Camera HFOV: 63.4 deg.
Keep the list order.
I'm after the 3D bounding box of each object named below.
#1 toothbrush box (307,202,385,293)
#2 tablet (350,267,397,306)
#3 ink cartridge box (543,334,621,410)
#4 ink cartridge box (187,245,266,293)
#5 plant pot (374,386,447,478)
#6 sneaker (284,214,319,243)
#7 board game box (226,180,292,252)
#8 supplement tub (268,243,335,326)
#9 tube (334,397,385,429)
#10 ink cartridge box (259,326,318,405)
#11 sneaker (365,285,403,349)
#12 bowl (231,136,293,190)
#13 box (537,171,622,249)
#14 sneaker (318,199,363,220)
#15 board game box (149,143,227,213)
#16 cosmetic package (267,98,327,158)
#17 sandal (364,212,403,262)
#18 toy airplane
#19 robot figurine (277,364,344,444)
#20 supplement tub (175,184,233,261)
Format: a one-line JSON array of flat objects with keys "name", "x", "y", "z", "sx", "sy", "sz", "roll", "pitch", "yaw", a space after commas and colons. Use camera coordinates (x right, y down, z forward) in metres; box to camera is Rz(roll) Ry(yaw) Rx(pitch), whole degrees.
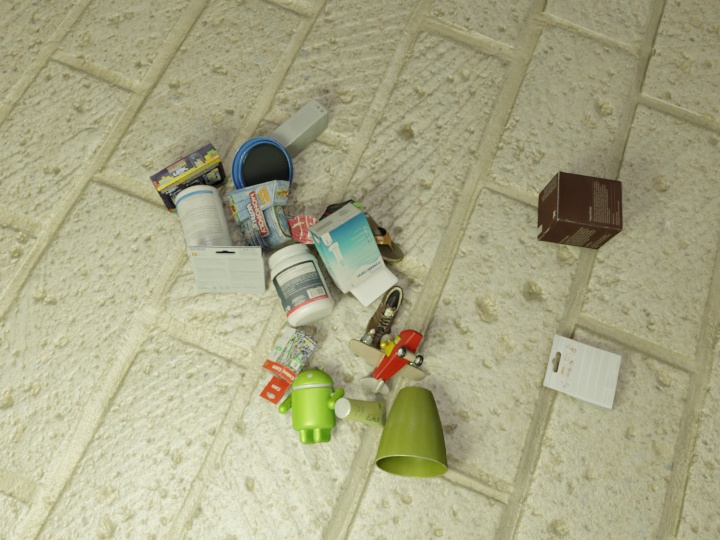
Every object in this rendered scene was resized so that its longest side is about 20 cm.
[{"name": "toothbrush box", "x": -0.036, "y": -0.062, "z": 1.622, "sx": 0.146, "sy": 0.201, "sz": 0.085, "roll": -33, "pitch": 34, "yaw": -12}, {"name": "tablet", "x": 0.000, "y": 0.000, "z": 1.713, "sx": 0.130, "sy": 0.014, "sz": 0.200, "roll": -38, "pitch": 67, "yaw": -15}, {"name": "ink cartridge box", "x": 0.634, "y": 0.291, "z": 1.674, "sx": 0.199, "sy": 0.057, "sz": 0.163, "roll": 17, "pitch": 71, "yaw": 10}, {"name": "ink cartridge box", "x": -0.363, "y": -0.013, "z": 1.610, "sx": 0.198, "sy": 0.201, "sz": 0.041, "roll": 1, "pitch": 50, "yaw": -5}, {"name": "plant pot", "x": 0.139, "y": 0.417, "z": 1.532, "sx": 0.186, "sy": 0.188, "sz": 0.201, "roll": 9, "pitch": 56, "yaw": -2}, {"name": "sneaker", "x": -0.174, "y": -0.124, "z": 1.681, "sx": 0.199, "sy": 0.074, "sz": 0.081, "roll": 10, "pitch": 100, "yaw": 33}, {"name": "board game box", "x": -0.275, "y": -0.168, "z": 1.663, "sx": 0.062, "sy": 0.199, "sz": 0.201, "roll": -7, "pitch": 76, "yaw": -54}, {"name": "supplement tub", "x": -0.168, "y": 0.042, "z": 1.637, "sx": 0.140, "sy": 0.140, "sz": 0.201, "roll": -21, "pitch": 74, "yaw": -11}, {"name": "tube", "x": 0.012, "y": 0.370, "z": 1.534, "sx": 0.052, "sy": 0.200, "sz": 0.058, "roll": 40, "pitch": 98, "yaw": 40}, {"name": "ink cartridge box", "x": -0.209, "y": 0.254, "z": 1.576, "sx": 0.050, "sy": 0.109, "sz": 0.201, "roll": 44, "pitch": 69, "yaw": -30}, {"name": "sneaker", "x": 0.066, "y": 0.131, "z": 1.660, "sx": 0.070, "sy": 0.076, "sz": 0.201, "roll": 21, "pitch": 71, "yaw": 3}, {"name": "bowl", "x": -0.291, "y": -0.296, "z": 1.744, "sx": 0.199, "sy": 0.039, "sz": 0.202, "roll": 3, "pitch": 97, "yaw": 20}, {"name": "box", "x": 0.661, "y": -0.179, "z": 1.765, "sx": 0.198, "sy": 0.166, "sz": 0.165, "roll": 9, "pitch": 72, "yaw": -2}, {"name": "sneaker", "x": -0.086, "y": -0.149, "z": 1.753, "sx": 0.199, "sy": 0.077, "sz": 0.084, "roll": -27, "pitch": 37, "yaw": -4}, {"name": "board game box", "x": -0.496, "y": -0.266, "z": 1.700, "sx": 0.199, "sy": 0.165, "sz": 0.057, "roll": -33, "pitch": 77, "yaw": -15}, {"name": "cosmetic package", "x": -0.194, "y": -0.431, "z": 1.816, "sx": 0.074, "sy": 0.102, "sz": 0.200, "roll": 44, "pitch": 72, "yaw": 10}, {"name": "sandal", "x": 0.054, "y": -0.103, "z": 1.741, "sx": 0.080, "sy": 0.054, "sz": 0.200, "roll": -29, "pitch": 73, "yaw": -30}, {"name": "toy airplane", "x": 0.077, "y": 0.240, "z": 1.591, "sx": 0.198, "sy": 0.201, "sz": 0.142, "roll": -10, "pitch": 40, "yaw": 1}, {"name": "robot figurine", "x": -0.125, "y": 0.355, "z": 1.547, "sx": 0.174, "sy": 0.116, "sz": 0.202, "roll": -12, "pitch": 70, "yaw": 24}, {"name": "supplement tub", "x": -0.449, "y": -0.131, "z": 1.677, "sx": 0.131, "sy": 0.132, "sz": 0.201, "roll": -15, "pitch": 73, "yaw": -9}]
